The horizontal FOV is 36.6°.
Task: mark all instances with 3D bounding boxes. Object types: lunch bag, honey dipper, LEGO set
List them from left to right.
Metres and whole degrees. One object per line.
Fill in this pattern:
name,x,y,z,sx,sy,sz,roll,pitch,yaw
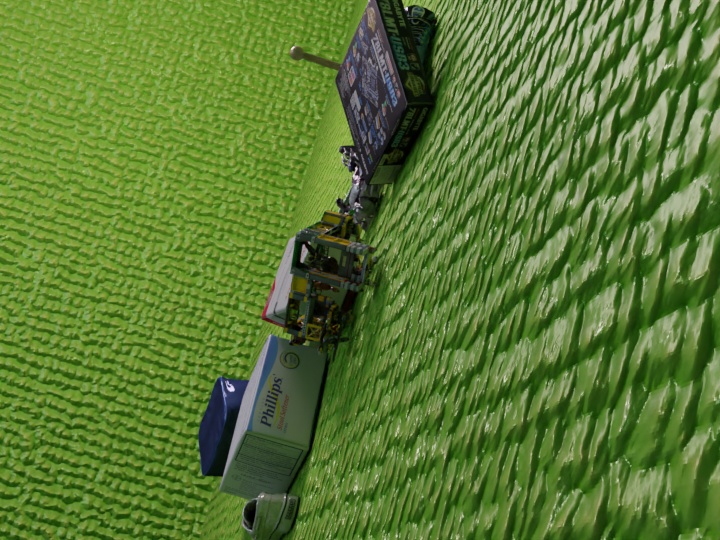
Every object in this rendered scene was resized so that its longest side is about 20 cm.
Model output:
lunch bag,-0.226,0.311,2.087,0.136,0.132,0.200,-106,32,-48
LEGO set,-0.023,0.019,1.490,0.154,0.115,0.201,-15,-62,-71
honey dipper,-0.014,-0.311,1.700,0.038,0.199,0.038,-163,90,-81

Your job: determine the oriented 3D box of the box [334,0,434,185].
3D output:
box,0.031,-0.257,1.557,0.199,0.049,0.201,121,139,-55

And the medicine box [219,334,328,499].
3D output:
medicine box,-0.136,0.236,1.699,0.200,0.103,0.183,117,168,-48

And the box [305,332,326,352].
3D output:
box,-0.074,0.091,1.843,0.145,0.036,0.201,118,166,-51

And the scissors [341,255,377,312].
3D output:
scissors,0.000,0.000,1.596,0.200,0.014,0.073,117,169,-58

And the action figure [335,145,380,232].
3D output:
action figure,0.001,-0.143,1.722,0.200,0.069,0.130,-86,20,-48

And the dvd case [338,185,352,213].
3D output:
dvd case,-0.042,-0.076,1.910,0.200,0.022,0.146,-62,2,-25

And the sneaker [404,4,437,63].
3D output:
sneaker,0.071,-0.358,1.663,0.200,0.078,0.089,-86,13,-60

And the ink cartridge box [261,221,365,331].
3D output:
ink cartridge box,-0.076,0.016,1.687,0.146,0.083,0.200,-69,13,-11

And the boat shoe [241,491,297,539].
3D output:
boat shoe,-0.143,0.365,1.603,0.200,0.065,0.072,127,159,-67
